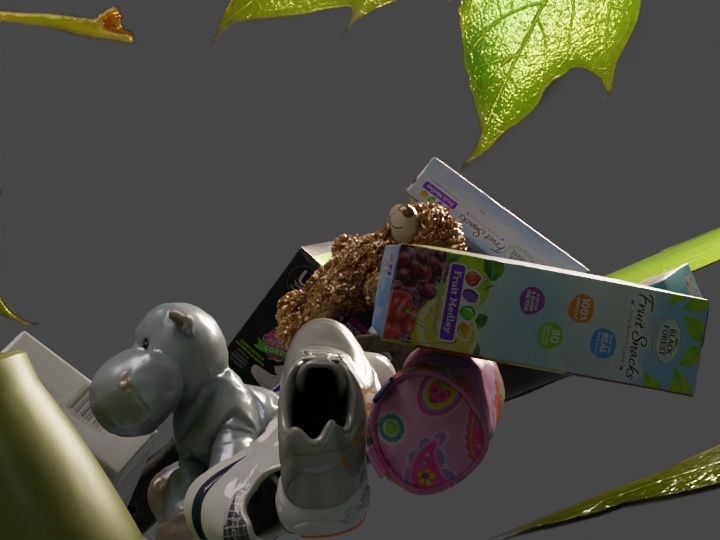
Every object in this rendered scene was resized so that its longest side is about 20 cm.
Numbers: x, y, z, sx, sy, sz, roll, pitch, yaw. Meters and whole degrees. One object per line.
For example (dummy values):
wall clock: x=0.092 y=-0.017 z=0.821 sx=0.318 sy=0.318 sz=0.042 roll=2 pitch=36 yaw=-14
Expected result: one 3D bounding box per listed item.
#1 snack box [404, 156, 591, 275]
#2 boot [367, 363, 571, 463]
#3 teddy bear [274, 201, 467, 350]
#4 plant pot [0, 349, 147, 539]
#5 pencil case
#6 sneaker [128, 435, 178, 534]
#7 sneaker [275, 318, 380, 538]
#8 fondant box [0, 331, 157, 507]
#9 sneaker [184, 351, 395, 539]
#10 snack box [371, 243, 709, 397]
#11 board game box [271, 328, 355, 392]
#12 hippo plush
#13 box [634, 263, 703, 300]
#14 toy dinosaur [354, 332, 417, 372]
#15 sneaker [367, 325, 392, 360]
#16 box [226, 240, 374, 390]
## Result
snack box: x=0.143 y=-0.015 z=1.535 sx=0.053 sy=0.200 sz=0.142 roll=-48 pitch=-22 yaw=-8
boot: x=0.081 y=0.105 z=1.299 sx=0.198 sy=0.066 sz=0.165 roll=-18 pitch=2 yaw=18
teddy bear: x=0.000 y=0.000 z=1.418 sx=0.199 sy=0.067 sz=0.145 roll=-29 pitch=15 yaw=24
plant pot: x=-0.251 y=0.164 z=1.034 sx=0.199 sy=0.195 sz=0.200 roll=-22 pitch=-1 yaw=0
pencil case: x=0.053 y=0.097 z=1.067 sx=0.087 sy=0.088 sz=0.200 roll=-22 pitch=1 yaw=11
sneaker: x=-0.226 y=0.225 z=1.572 sx=0.113 sy=0.077 sz=0.199 roll=-15 pitch=9 yaw=37
sneaker: x=-0.021 y=0.081 z=1.035 sx=0.075 sy=0.093 sz=0.201 roll=-3 pitch=33 yaw=-1
fondant box: x=-0.264 y=0.161 z=1.320 sx=0.058 sy=0.144 sz=0.201 roll=-49 pitch=-8 yaw=-41
sneaker: x=-0.033 y=0.132 z=1.102 sx=0.200 sy=0.077 sz=0.080 roll=-44 pitch=18 yaw=-29
snack box: x=0.111 y=0.029 z=1.022 sx=0.198 sy=0.068 sz=0.169 roll=11 pitch=1 yaw=-3
board game box: x=-0.074 y=0.139 z=1.404 sx=0.199 sy=0.045 sz=0.135 roll=-38 pitch=-7 yaw=-6
hippo plush: x=-0.115 y=0.104 z=1.191 sx=0.200 sy=0.161 sz=0.159 roll=-42 pitch=20 yaw=-22
box: x=0.205 y=0.056 z=1.387 sx=0.199 sy=0.050 sz=0.082 roll=-24 pitch=-1 yaw=29
toy dinosaur: x=0.033 y=0.064 z=1.239 sx=0.198 sy=0.048 sz=0.088 roll=-12 pitch=-20 yaw=-31
sneaker: x=0.085 y=0.062 z=1.454 sx=0.146 sy=0.081 sz=0.200 roll=-34 pitch=-22 yaw=-8
box: x=-0.056 y=0.086 z=1.569 sx=0.201 sy=0.124 sz=0.148 roll=-52 pitch=-7 yaw=11
